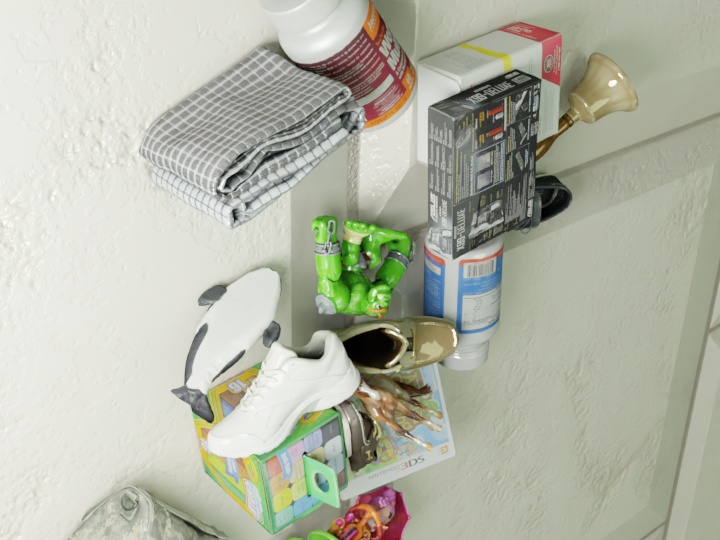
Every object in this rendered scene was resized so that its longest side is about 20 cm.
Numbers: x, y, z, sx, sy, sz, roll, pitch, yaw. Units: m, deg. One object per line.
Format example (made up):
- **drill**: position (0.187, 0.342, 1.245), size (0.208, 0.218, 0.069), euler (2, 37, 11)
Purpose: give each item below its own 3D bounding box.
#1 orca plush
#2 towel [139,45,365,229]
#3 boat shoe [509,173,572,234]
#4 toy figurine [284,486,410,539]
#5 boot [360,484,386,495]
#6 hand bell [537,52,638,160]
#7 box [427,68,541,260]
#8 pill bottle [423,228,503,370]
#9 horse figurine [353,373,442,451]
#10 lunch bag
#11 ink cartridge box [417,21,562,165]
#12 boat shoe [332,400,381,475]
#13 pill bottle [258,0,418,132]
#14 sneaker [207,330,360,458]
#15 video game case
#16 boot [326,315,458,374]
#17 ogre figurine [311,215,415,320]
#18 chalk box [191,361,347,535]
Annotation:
- **orca plush**: position (-0.150, 0.091, 1.242), size (0.071, 0.104, 0.202), euler (103, 1, -57)
- **towel**: position (-0.113, -0.145, 1.101), size (0.200, 0.165, 0.086), euler (-40, 129, -22)
- **boat shoe**: position (0.235, -0.094, 1.552), size (0.198, 0.062, 0.075), euler (-19, 126, -35)
- **toy figurine**: position (-0.001, 0.374, 1.524), size (0.184, 0.150, 0.201), euler (-42, 160, -37)
- **boot**: position (0.021, 0.205, 1.514), size (0.200, 0.069, 0.175), euler (-40, 126, -16)
- **hand bell**: position (0.296, -0.215, 1.547), size (0.199, 0.104, 0.104), euler (-39, 136, -4)
- **box**: position (0.156, -0.133, 1.335), size (0.157, 0.050, 0.202), euler (-27, 131, -31)
- **pill bottle**: position (0.143, 0.036, 1.495), size (0.112, 0.112, 0.202), euler (-24, 128, -34)
- **horse figurine**: position (0.044, 0.170, 1.364), size (0.050, 0.132, 0.200), euler (-60, 176, 8)
- **lunch bag**: position (-0.254, 0.358, 1.256), size (0.168, 0.139, 0.200), euler (-52, 139, -8)
- **ink cartridge box**: position (0.170, -0.227, 1.395), size (0.199, 0.083, 0.147), euler (-27, 130, -33)
- **boat shoe**: position (-0.006, 0.210, 1.360), size (0.059, 0.072, 0.201), euler (-19, 153, -9)
- **pill bottle**: position (-0.023, -0.252, 1.170), size (0.110, 0.109, 0.200), euler (-52, 138, -9)
- **sneaker**: position (-0.098, 0.133, 1.209), size (0.199, 0.078, 0.100), euler (-33, 120, -24)
- **video game case**: position (0.033, 0.202, 1.469), size (0.180, 0.022, 0.202), euler (-19, 112, -13)
- **boot**: position (0.047, 0.096, 1.353), size (0.197, 0.155, 0.073), euler (-4, 87, -11)
- **ogre figurine**: position (0.000, 0.000, 1.350), size (0.200, 0.097, 0.122), euler (5, 96, -75)
- **chalk box**: position (-0.098, 0.224, 1.290), size (0.123, 0.199, 0.126), euler (-26, 127, -31)
